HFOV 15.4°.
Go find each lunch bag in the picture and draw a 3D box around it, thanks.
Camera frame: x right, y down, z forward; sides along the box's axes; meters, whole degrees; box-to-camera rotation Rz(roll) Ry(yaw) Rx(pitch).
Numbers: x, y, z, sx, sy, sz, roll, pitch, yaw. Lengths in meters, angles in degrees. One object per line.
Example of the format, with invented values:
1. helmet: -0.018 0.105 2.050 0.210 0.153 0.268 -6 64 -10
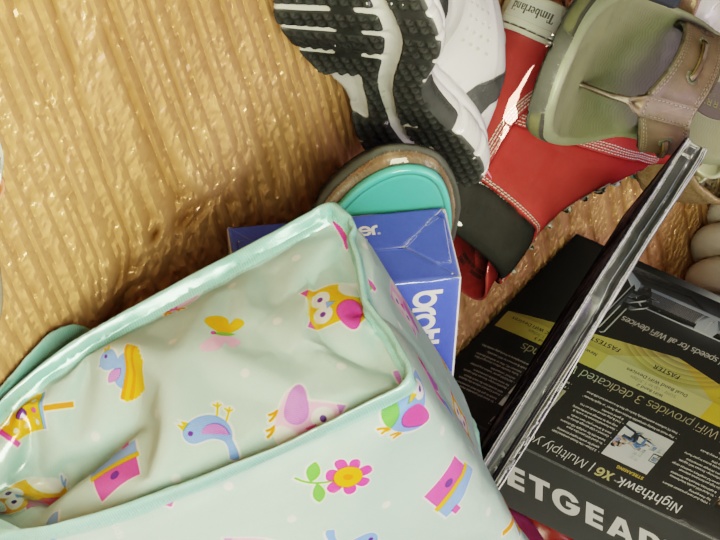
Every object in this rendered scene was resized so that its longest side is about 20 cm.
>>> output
1. lunch bag: -0.054 0.091 1.062 0.200 0.122 0.170 -27 140 6

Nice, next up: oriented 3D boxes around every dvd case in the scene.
1. dvd case: 0.094 0.039 1.253 0.200 0.016 0.149 -56 178 -14

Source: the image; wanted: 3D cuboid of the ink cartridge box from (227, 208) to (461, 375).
1. ink cartridge box: -0.010 0.060 1.166 0.200 0.094 0.044 93 -11 -46

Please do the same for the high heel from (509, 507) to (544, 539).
1. high heel: 0.031 0.143 1.328 0.067 0.096 0.200 -64 154 4

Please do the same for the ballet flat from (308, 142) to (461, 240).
1. ballet flat: 0.000 0.000 1.187 0.200 0.068 0.069 102 -14 -46

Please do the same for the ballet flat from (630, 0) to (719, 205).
1. ballet flat: 0.182 -0.108 1.421 0.068 0.072 0.200 -46 148 -35

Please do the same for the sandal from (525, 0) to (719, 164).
1. sandal: 0.149 -0.087 1.258 0.201 0.057 0.080 4 109 -50

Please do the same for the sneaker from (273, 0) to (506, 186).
1. sneaker: 0.017 -0.112 1.130 0.200 0.074 0.080 63 42 -64

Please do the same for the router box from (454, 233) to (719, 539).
1. router box: 0.153 0.077 1.381 0.157 0.200 0.052 -43 145 -37

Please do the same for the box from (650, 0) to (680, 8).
1. box: 0.098 -0.231 1.120 0.182 0.104 0.200 4 109 -64

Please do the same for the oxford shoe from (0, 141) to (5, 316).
1. oxford shoe: -0.150 -0.022 0.870 0.071 0.074 0.200 -54 152 -21

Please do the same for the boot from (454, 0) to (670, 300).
1. boot: 0.101 -0.046 1.331 0.200 0.072 0.145 20 95 -56

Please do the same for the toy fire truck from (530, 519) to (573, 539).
1. toy fire truck: 0.171 0.144 1.510 0.112 0.168 0.200 -62 154 -7

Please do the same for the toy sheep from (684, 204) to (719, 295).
1. toy sheep: 0.264 -0.002 1.601 0.200 0.138 0.138 -69 156 -15
